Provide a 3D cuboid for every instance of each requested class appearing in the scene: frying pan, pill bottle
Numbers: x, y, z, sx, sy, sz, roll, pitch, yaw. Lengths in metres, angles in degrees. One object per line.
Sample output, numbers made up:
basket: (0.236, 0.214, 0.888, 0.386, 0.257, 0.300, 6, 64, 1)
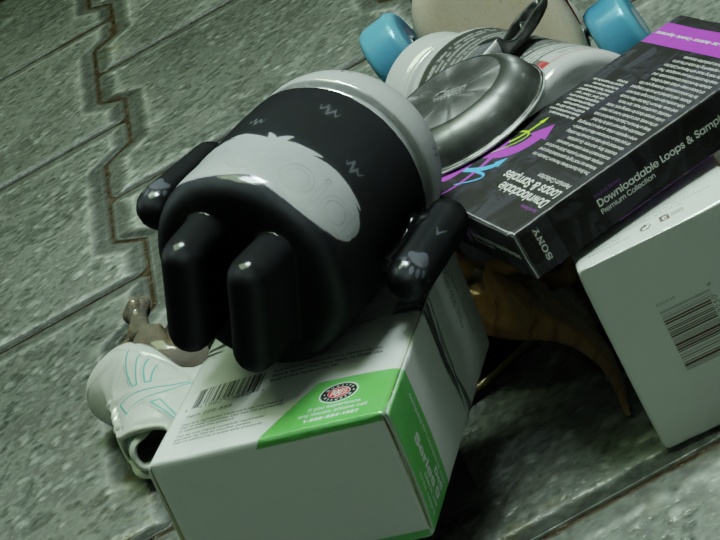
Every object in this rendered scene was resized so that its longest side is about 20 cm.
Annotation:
frying pan: (0.084, -0.121, 1.338, 0.190, 0.031, 0.115, -47, 27, -23)
pill bottle: (0.103, -0.102, 1.448, 0.114, 0.114, 0.200, -36, 26, -16)

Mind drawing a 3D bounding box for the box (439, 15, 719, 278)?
box: (0.144, -0.075, 1.240, 0.199, 0.036, 0.143, -33, 20, -10)

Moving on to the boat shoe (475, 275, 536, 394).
boat shoe: (0.031, 0.062, 1.372, 0.199, 0.072, 0.068, -36, 21, -16)

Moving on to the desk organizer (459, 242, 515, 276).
desk organizer: (0.000, 0.000, 1.436, 0.199, 0.072, 0.077, -5, 4, -30)

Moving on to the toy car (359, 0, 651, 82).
toy car: (0.123, -0.190, 1.722, 0.184, 0.177, 0.200, -36, 6, 15)

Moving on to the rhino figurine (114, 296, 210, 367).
rhino figurine: (-0.092, 0.028, 1.627, 0.199, 0.060, 0.088, -31, 38, -7)

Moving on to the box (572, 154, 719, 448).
box: (0.180, -0.008, 1.267, 0.097, 0.125, 0.200, -26, 22, 8)

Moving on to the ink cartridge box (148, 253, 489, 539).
ink cartridge box: (-0.017, 0.075, 1.234, 0.145, 0.085, 0.200, -15, 24, 21)

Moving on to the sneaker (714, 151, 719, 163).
sneaker: (0.275, -0.080, 1.366, 0.088, 0.082, 0.199, -38, 22, -25)

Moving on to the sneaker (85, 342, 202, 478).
sneaker: (-0.148, 0.102, 1.524, 0.080, 0.071, 0.200, -44, 25, -26)

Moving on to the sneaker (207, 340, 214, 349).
sneaker: (-0.036, 0.045, 1.498, 0.106, 0.075, 0.200, -33, 20, -12)

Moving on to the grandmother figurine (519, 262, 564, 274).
grandmother figurine: (0.150, -0.040, 1.482, 0.199, 0.061, 0.122, 0, 56, 47)

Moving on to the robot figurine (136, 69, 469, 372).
robot figurine: (-0.034, -0.027, 1.210, 0.125, 0.150, 0.200, -42, 6, 44)

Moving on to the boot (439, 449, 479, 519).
boot: (-0.047, 0.153, 1.277, 0.200, 0.066, 0.165, -39, 31, -17)

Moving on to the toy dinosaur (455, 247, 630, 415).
toy dinosaur: (0.103, 0.021, 1.339, 0.199, 0.060, 0.107, 18, 74, 27)
